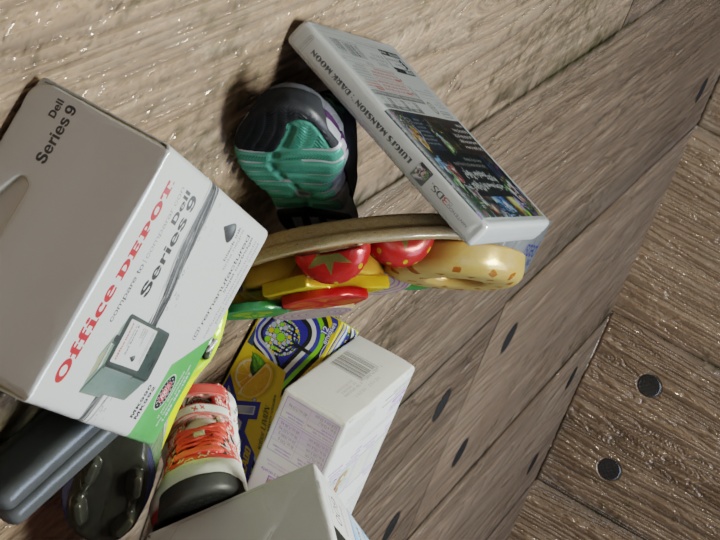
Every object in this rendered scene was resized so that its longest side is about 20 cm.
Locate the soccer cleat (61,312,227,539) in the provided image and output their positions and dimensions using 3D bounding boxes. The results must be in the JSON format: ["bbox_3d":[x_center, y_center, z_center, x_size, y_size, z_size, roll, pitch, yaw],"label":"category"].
[{"bbox_3d":[-0.143,0.078,1.150,0.201,0.064,0.084,-67,-165,4],"label":"soccer cleat"}]

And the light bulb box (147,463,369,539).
[{"bbox_3d":[-0.028,0.269,1.120,0.124,0.199,0.200,-23,137,8],"label":"light bulb box"}]

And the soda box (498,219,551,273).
[{"bbox_3d":[0.147,-0.042,1.881,0.069,0.063,0.200,-63,166,5],"label":"soda box"}]

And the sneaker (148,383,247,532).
[{"bbox_3d":[-0.113,0.126,1.211,0.202,0.067,0.109,91,-11,-73],"label":"sneaker"}]

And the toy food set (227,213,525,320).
[{"bbox_3d":[0.000,0.000,1.251,0.199,0.197,0.049,0,80,-45],"label":"toy food set"}]

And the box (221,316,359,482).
[{"bbox_3d":[-0.080,0.117,1.393,0.201,0.064,0.070,-62,166,-2],"label":"box"}]

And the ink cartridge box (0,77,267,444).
[{"bbox_3d":[-0.139,0.003,0.943,0.147,0.084,0.200,-61,165,-4],"label":"ink cartridge box"}]

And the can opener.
[{"bbox_3d":[-0.155,0.066,1.072,0.200,0.066,0.053,-48,159,-19],"label":"can opener"}]

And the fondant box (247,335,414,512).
[{"bbox_3d":[-0.040,0.165,1.377,0.144,0.058,0.201,-32,147,-63],"label":"fondant box"}]

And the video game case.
[{"bbox_3d":[0.045,-0.091,1.221,0.023,0.182,0.200,-44,170,14],"label":"video game case"}]

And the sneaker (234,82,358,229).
[{"bbox_3d":[-0.038,-0.095,1.189,0.200,0.074,0.088,78,17,-69],"label":"sneaker"}]
